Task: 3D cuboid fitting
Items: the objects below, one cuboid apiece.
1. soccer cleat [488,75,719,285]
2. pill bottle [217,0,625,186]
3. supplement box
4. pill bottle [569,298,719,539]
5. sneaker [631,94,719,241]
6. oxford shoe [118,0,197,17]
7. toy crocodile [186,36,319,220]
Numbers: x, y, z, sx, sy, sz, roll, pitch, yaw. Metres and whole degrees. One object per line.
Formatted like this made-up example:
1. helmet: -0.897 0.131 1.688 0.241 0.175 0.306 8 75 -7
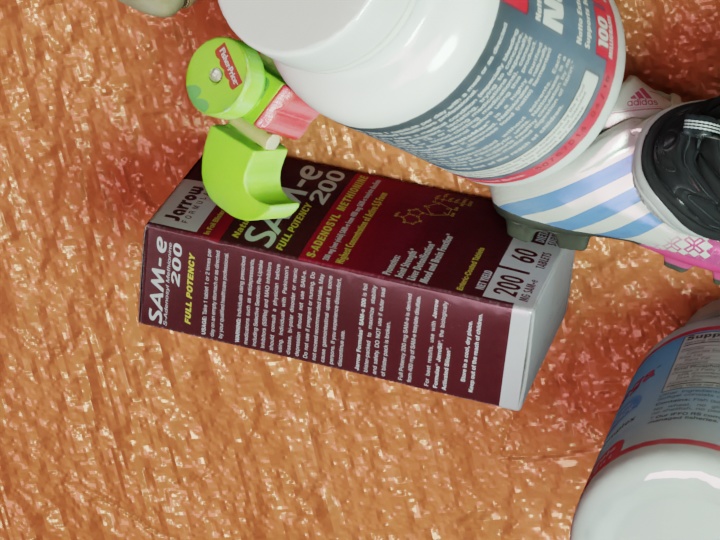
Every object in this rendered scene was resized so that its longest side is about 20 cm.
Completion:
1. soccer cleat: 0.157 -0.046 1.296 0.199 0.070 0.087 9 117 14
2. pill bottle: 0.027 -0.115 1.214 0.119 0.200 0.120 -7 76 31
3. supplement box: 0.000 0.000 1.348 0.199 0.109 0.061 12 119 12
4. pill bottle: 0.172 0.090 1.280 0.108 0.200 0.109 7 116 15
5. sneaker: 0.227 -0.035 1.209 0.199 0.114 0.076 12 82 -4
6. oxford shoe: -0.176 -0.164 1.336 0.199 0.074 0.071 25 156 13
7. toy crocodile: -0.024 -0.120 1.297 0.062 0.067 0.201 33 101 33
